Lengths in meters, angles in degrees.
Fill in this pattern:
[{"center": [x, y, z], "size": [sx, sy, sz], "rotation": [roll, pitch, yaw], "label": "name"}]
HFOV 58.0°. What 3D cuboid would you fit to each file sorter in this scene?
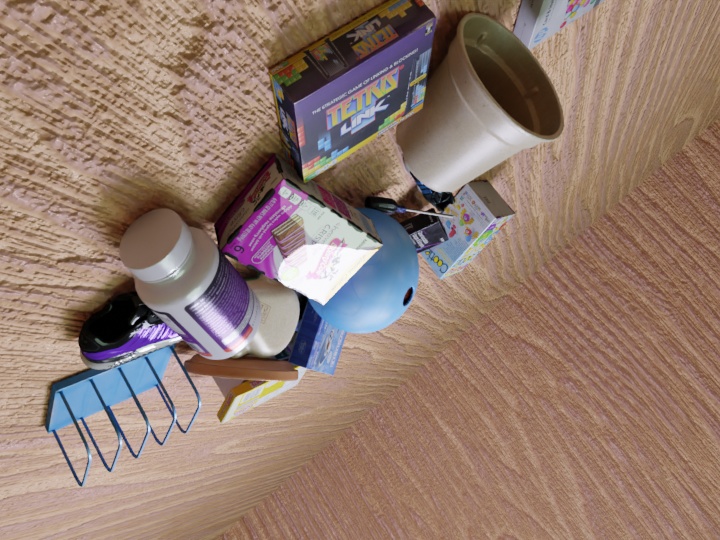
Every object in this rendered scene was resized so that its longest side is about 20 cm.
[{"center": [-0.370, 0.225, 1.026], "size": [0.197, 0.124, 0.140], "rotation": [-22, 157, -42], "label": "file sorter"}]

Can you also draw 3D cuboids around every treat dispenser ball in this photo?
[{"center": [0.000, 0.000, 1.074], "size": [0.198, 0.203, 0.202], "rotation": [-33, 162, -12], "label": "treat dispenser ball"}]

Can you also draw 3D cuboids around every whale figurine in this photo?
[{"center": [-0.187, 0.059, 1.048], "size": [0.199, 0.102, 0.163], "rotation": [32, 76, -51], "label": "whale figurine"}]

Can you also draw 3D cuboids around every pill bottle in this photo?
[{"center": [-0.209, 0.018, 0.809], "size": [0.110, 0.112, 0.201], "rotation": [-35, 143, -6], "label": "pill bottle"}]

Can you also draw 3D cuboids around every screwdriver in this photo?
[{"center": [0.093, -0.104, 1.162], "size": [0.195, 0.030, 0.028], "rotation": [11, 160, -29], "label": "screwdriver"}]

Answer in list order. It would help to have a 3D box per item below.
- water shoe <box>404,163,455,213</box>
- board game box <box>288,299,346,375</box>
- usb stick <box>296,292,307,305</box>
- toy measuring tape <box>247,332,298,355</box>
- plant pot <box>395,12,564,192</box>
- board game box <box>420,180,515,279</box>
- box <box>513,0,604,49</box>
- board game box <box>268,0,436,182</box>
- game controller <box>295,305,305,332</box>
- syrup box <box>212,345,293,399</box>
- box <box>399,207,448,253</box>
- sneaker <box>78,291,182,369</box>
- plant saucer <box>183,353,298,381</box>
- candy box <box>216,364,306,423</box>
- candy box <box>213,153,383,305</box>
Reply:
[{"center": [0.133, -0.163, 1.138], "size": [0.071, 0.080, 0.200], "rotation": [-39, 162, 5], "label": "water shoe"}, {"center": [-0.063, 0.096, 1.275], "size": [0.199, 0.042, 0.205], "rotation": [44, 63, -73], "label": "board game box"}, {"center": [-0.105, 0.029, 1.215], "size": [0.056, 0.032, 0.200], "rotation": [-51, 163, -5], "label": "usb stick"}, {"center": [-0.190, 0.118, 1.180], "size": [0.074, 0.074, 0.198], "rotation": [-46, 150, 25], "label": "toy measuring tape"}, {"center": [0.151, -0.213, 0.914], "size": [0.198, 0.204, 0.183], "rotation": [-18, 164, -46], "label": "plant pot"}, {"center": [0.233, -0.092, 1.465], "size": [0.102, 0.106, 0.201], "rotation": [-15, 151, -51], "label": "board game box"}, {"center": [0.317, -0.426, 0.930], "size": [0.197, 0.042, 0.157], "rotation": [-34, 161, -12], "label": "box"}, {"center": [-0.007, -0.215, 0.783], "size": [0.198, 0.057, 0.166], "rotation": [-35, 163, -13], "label": "board game box"}, {"center": [-0.132, 0.106, 1.332], "size": [0.105, 0.042, 0.198], "rotation": [-48, 159, 26], "label": "game controller"}, {"center": [-0.206, 0.190, 1.328], "size": [0.082, 0.079, 0.198], "rotation": [-47, 160, 27], "label": "syrup box"}, {"center": [0.072, -0.050, 1.282], "size": [0.196, 0.037, 0.143], "rotation": [-26, 163, 10], "label": "box"}, {"center": [-0.285, 0.059, 0.879], "size": [0.197, 0.070, 0.100], "rotation": [-29, 158, -28], "label": "sneaker"}, {"center": [-0.202, 0.164, 1.112], "size": [0.194, 0.033, 0.200], "rotation": [6, 174, 1], "label": "plant saucer"}, {"center": [-0.187, 0.230, 1.290], "size": [0.197, 0.027, 0.103], "rotation": [-21, 156, -43], "label": "candy box"}, {"center": [-0.082, -0.048, 0.894], "size": [0.136, 0.062, 0.198], "rotation": [-44, 134, 19], "label": "candy box"}]
